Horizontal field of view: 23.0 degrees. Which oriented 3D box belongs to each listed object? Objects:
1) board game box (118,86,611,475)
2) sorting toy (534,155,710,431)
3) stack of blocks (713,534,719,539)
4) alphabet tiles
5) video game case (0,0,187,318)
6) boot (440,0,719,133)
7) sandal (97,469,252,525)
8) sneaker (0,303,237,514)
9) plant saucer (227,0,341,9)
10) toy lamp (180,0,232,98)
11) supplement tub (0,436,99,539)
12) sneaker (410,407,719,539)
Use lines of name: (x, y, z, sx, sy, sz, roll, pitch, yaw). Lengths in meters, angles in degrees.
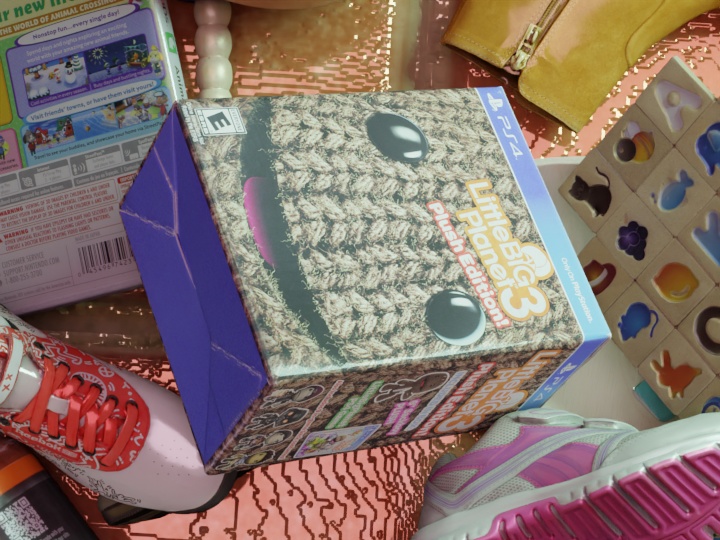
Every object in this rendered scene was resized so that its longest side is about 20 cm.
board game box: (0.000, 0.000, 0.909, 0.199, 0.097, 0.160, -6, 62, -31)
sorting toy: (0.151, 0.015, 0.979, 0.179, 0.107, 0.201, 9, 96, 13)
stack of blocks: (0.153, 0.191, 0.912, 0.115, 0.200, 0.059, -10, 99, 42)
alphabet tiles: (0.192, -0.004, 0.898, 0.200, 0.006, 0.167, 51, 122, 21)
video game case: (-0.189, -0.068, 0.989, 0.199, 0.022, 0.183, -14, 85, 15)
boot: (0.158, -0.142, 1.009, 0.200, 0.071, 0.145, 24, 91, 5)
sandal: (-0.060, 0.077, 0.978, 0.200, 0.080, 0.058, -26, 72, -3)
sneaker: (-0.165, 0.068, 0.908, 0.201, 0.108, 0.068, 29, 92, 15)
plant saucer: (-0.056, -0.231, 0.995, 0.199, 0.032, 0.201, 7, 64, -13)
toy lamp: (-0.081, -0.106, 1.003, 0.058, 0.058, 0.201, -2, 87, -1)
supplement tub: (-0.191, 0.165, 0.951, 0.107, 0.107, 0.200, -37, 85, -4)
sneaker: (0.110, 0.105, 0.915, 0.199, 0.081, 0.089, -18, 44, 17)
